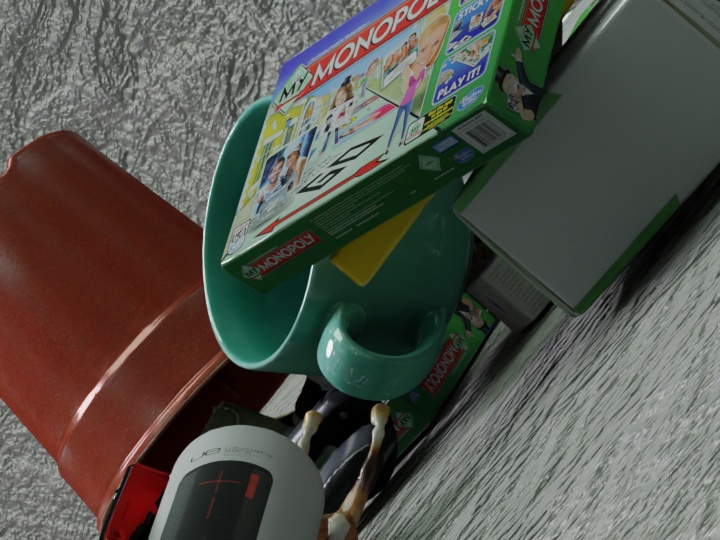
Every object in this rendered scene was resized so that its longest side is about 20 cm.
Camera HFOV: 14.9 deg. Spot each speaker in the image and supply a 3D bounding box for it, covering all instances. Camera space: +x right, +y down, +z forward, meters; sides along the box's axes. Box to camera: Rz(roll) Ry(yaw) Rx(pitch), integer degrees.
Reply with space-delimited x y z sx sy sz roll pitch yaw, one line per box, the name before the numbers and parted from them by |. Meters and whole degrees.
speaker | -0.067 0.153 1.278 0.081 0.081 0.200 -48 11 25

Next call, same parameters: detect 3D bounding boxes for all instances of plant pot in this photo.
plant pot | -0.161 0.029 1.714 0.201 0.195 0.201 -46 -11 -11

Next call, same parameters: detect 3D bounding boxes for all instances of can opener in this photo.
can opener | -0.047 0.142 1.557 0.200 0.063 0.079 -49 -4 27

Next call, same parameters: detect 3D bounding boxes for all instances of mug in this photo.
mug | -0.005 -0.002 1.528 0.152 0.114 0.186 -33 57 56

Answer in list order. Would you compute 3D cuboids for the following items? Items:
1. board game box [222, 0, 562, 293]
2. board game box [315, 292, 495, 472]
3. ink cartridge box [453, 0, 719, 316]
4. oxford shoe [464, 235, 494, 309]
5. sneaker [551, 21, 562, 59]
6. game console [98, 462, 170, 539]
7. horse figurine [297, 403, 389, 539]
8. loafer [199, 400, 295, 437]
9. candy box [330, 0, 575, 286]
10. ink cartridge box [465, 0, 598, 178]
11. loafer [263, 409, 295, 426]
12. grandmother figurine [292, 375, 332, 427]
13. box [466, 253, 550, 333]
board game box | 0.018 -0.082 1.303 0.200 0.029 0.135 -30 35 44
board game box | -0.005 0.112 1.667 0.200 0.029 0.135 -48 2 33
ink cartridge box | 0.132 -0.080 1.347 0.146 0.084 0.200 -50 2 18
oxford shoe | 0.042 -0.011 1.687 0.084 0.073 0.200 -41 -14 29
sneaker | 0.055 -0.130 1.490 0.075 0.106 0.200 -40 -28 -7
game console | -0.127 0.206 1.362 0.177 0.031 0.201 -59 -22 -80
horse figurine | -0.049 0.148 1.455 0.200 0.050 0.133 -32 37 45
loafer | -0.115 0.159 1.634 0.200 0.070 0.075 -48 -15 -14
candy box | 0.052 -0.081 1.362 0.200 0.026 0.102 -54 -1 3
ink cartridge box | 0.141 -0.104 1.687 0.146 0.084 0.200 -50 3 -5
loafer | -0.066 0.136 1.833 0.068 0.076 0.200 -55 1 17
grandmother figurine | -0.004 0.053 1.758 0.121 0.060 0.200 -57 -12 0
box | 0.136 -0.053 1.539 0.200 0.041 0.039 -51 2 -16
